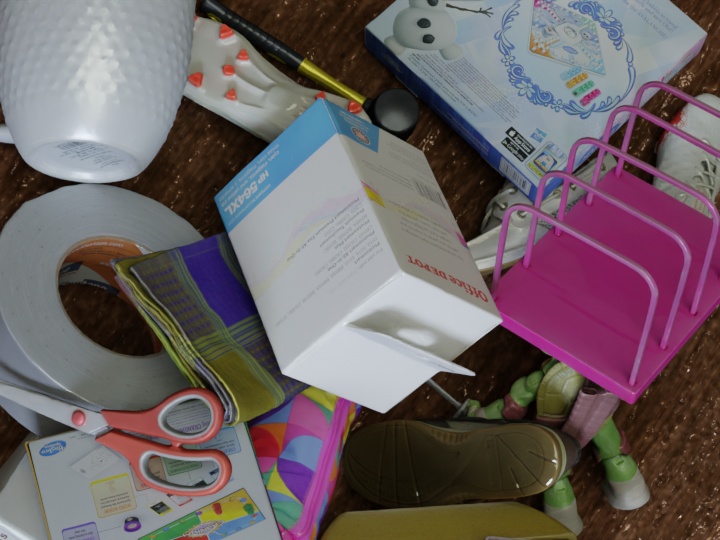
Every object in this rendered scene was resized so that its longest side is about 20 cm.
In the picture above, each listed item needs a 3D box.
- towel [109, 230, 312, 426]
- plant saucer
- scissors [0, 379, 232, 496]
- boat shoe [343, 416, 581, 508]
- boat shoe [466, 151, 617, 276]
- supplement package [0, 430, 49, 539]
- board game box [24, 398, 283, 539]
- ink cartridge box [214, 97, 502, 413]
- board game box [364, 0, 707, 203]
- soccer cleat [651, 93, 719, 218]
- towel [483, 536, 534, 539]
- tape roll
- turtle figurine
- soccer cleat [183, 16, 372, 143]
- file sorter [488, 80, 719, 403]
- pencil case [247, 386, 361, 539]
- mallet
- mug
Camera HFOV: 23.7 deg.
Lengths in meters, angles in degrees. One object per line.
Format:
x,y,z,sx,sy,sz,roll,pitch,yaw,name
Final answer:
-0.092,0.036,1.238,0.023,0.200,0.144,-42,80,22,towel
0.043,0.234,1.317,0.199,0.200,0.049,-1,55,-15,plant saucer
-0.180,0.110,1.160,0.199,0.014,0.073,3,92,15,scissors
0.079,0.151,1.336,0.065,0.200,0.073,7,83,-54,boat shoe
0.133,-0.045,1.410,0.200,0.071,0.069,-22,91,-25,boat shoe
-0.191,0.220,1.255,0.200,0.117,0.117,37,39,-9,supplement package
-0.129,0.188,1.148,0.153,0.040,0.200,-13,56,-11,board game box
0.000,0.000,1.271,0.128,0.125,0.200,25,34,-46,ink cartridge box
0.142,-0.188,1.404,0.199,0.043,0.200,-42,77,-13,board game box
0.271,-0.057,1.435,0.069,0.085,0.200,28,80,-13,soccer cleat
0.110,0.260,1.307,0.146,0.200,0.030,9,51,-27,towel
-0.187,0.035,1.268,0.200,0.066,0.201,19,49,-23,tape roll
0.155,0.105,1.399,0.144,0.200,0.194,-39,121,-42,turtle figurine
-0.080,-0.136,1.363,0.200,0.078,0.069,29,73,9,soccer cleat
0.208,-0.032,1.287,0.139,0.126,0.200,31,51,22,file sorter
-0.054,0.144,1.285,0.088,0.088,0.200,31,41,-10,pencil case
-0.039,-0.164,1.373,0.200,0.066,0.041,34,76,-9,mallet
-0.221,-0.159,1.283,0.199,0.148,0.176,-7,70,24,mug
